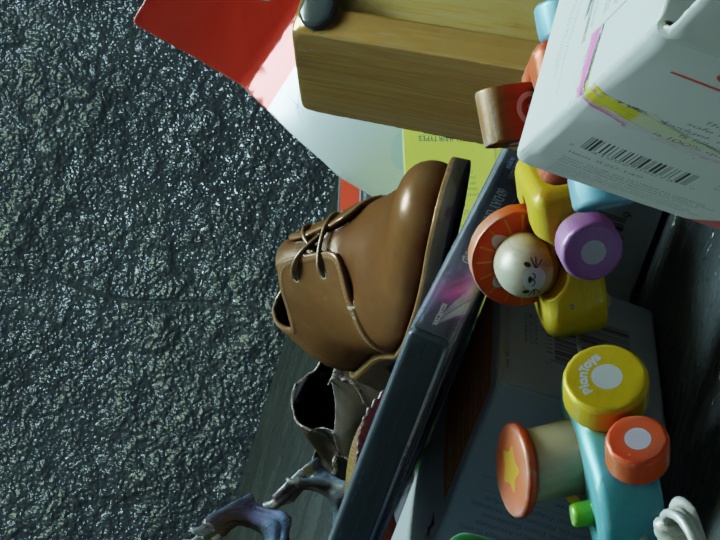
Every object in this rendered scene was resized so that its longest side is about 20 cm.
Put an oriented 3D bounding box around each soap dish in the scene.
[{"bbox_3d":[0.075,-0.124,0.882,0.081,0.199,0.158,30,-105,-59],"label":"soap dish"}]

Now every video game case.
[{"bbox_3d":[0.026,0.042,0.935,0.200,0.019,0.144,-58,-11,-62],"label":"video game case"}]

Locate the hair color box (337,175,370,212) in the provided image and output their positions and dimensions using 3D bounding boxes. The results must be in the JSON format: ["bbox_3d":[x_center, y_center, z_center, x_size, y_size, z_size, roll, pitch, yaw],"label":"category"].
[{"bbox_3d":[0.020,0.024,1.323,0.201,0.061,0.102,88,-177,-51],"label":"hair color box"}]

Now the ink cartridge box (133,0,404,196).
[{"bbox_3d":[0.010,-0.129,1.165,0.161,0.199,0.047,-55,15,19],"label":"ink cartridge box"}]

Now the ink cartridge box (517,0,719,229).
[{"bbox_3d":[0.121,-0.058,0.605,0.200,0.116,0.068,140,148,-78],"label":"ink cartridge box"}]

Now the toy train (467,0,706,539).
[{"bbox_3d":[0.068,0.015,0.800,0.150,0.055,0.202,151,108,-87],"label":"toy train"}]

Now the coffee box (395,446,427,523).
[{"bbox_3d":[0.044,0.124,1.197,0.201,0.044,0.123,-81,10,-54],"label":"coffee box"}]

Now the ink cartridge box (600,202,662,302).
[{"bbox_3d":[0.112,-0.067,1.105,0.200,0.057,0.164,-103,31,-71],"label":"ink cartridge box"}]

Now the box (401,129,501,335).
[{"bbox_3d":[0.051,-0.073,1.120,0.075,0.050,0.202,-42,-49,-67],"label":"box"}]

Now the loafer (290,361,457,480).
[{"bbox_3d":[0.000,0.065,1.216,0.200,0.071,0.073,120,168,-64],"label":"loafer"}]

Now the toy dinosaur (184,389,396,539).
[{"bbox_3d":[-0.005,0.180,1.073,0.105,0.182,0.200,-18,-21,-49],"label":"toy dinosaur"}]

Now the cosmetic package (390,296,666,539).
[{"bbox_3d":[0.056,0.112,0.970,0.102,0.071,0.201,-84,12,-64],"label":"cosmetic package"}]

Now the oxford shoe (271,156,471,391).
[{"bbox_3d":[0.000,0.000,1.029,0.200,0.071,0.072,123,167,-65],"label":"oxford shoe"}]

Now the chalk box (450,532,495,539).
[{"bbox_3d":[0.032,0.181,0.698,0.124,0.124,0.201,135,151,-79],"label":"chalk box"}]
